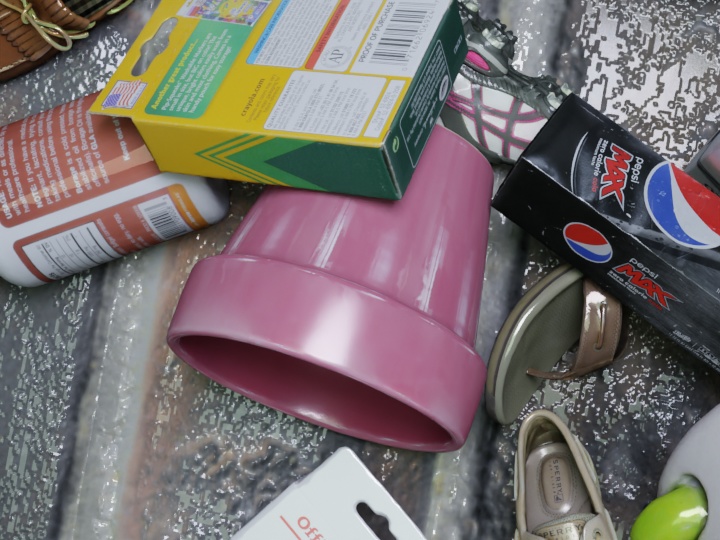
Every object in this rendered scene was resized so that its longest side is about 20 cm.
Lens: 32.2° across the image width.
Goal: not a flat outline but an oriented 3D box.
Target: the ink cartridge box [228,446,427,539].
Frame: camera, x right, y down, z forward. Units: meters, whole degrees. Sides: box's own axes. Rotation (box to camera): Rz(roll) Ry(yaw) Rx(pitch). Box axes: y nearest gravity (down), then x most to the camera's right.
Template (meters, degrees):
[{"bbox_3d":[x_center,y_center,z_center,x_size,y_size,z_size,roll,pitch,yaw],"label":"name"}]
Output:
[{"bbox_3d":[-0.045,0.221,0.843,0.200,0.067,0.116,-41,83,3],"label":"ink cartridge box"}]

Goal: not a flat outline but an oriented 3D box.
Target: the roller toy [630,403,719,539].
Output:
[{"bbox_3d":[0.284,0.154,0.737,0.200,0.182,0.140,-45,42,26],"label":"roller toy"}]

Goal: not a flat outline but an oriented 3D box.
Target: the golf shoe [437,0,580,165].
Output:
[{"bbox_3d":[0.103,-0.101,0.856,0.200,0.077,0.088,44,114,7],"label":"golf shoe"}]

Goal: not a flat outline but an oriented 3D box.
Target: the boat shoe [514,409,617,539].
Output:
[{"bbox_3d":[0.128,0.178,0.774,0.072,0.065,0.200,-14,45,12],"label":"boat shoe"}]

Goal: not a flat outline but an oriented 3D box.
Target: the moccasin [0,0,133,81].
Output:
[{"bbox_3d":[-0.210,-0.193,0.879,0.201,0.078,0.074,-24,100,3],"label":"moccasin"}]

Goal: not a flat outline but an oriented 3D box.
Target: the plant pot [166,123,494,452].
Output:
[{"bbox_3d":[0.000,0.000,0.801,0.200,0.200,0.179,19,73,7],"label":"plant pot"}]

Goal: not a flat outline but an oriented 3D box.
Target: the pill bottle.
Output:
[{"bbox_3d":[-0.200,-0.056,0.855,0.200,0.112,0.112,-19,85,5],"label":"pill bottle"}]

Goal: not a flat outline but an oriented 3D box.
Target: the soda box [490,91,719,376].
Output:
[{"bbox_3d":[0.183,-0.016,0.761,0.200,0.071,0.063,37,64,5],"label":"soda box"}]

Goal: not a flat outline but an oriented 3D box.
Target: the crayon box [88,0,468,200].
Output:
[{"bbox_3d":[-0.049,-0.115,0.765,0.200,0.052,0.126,9,56,24],"label":"crayon box"}]

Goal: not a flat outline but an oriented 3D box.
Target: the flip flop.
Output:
[{"bbox_3d":[0.159,0.028,0.816,0.200,0.081,0.058,-39,54,-11],"label":"flip flop"}]

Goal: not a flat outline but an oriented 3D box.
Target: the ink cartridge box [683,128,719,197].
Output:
[{"bbox_3d":[0.285,-0.049,0.757,0.146,0.200,0.085,44,92,7],"label":"ink cartridge box"}]
